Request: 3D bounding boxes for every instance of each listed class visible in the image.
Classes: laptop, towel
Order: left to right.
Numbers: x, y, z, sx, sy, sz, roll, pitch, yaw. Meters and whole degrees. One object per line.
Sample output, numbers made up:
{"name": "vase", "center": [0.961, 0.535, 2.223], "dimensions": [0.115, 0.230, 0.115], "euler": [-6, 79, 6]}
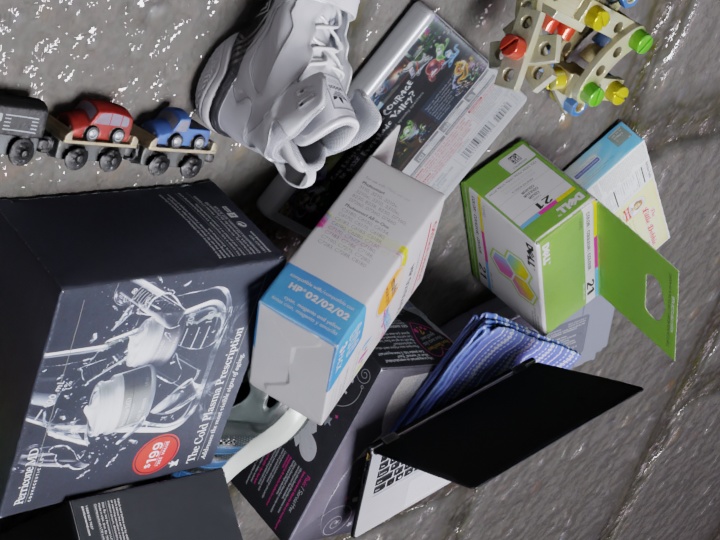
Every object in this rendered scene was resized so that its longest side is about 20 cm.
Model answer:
{"name": "towel", "center": [0.115, 0.112, 1.202], "dimensions": [0.145, 0.024, 0.200], "euler": [-54, 147, 10]}
{"name": "laptop", "center": [0.108, 0.162, 1.126], "dimensions": [0.187, 0.116, 0.200], "euler": [-24, 143, -30]}

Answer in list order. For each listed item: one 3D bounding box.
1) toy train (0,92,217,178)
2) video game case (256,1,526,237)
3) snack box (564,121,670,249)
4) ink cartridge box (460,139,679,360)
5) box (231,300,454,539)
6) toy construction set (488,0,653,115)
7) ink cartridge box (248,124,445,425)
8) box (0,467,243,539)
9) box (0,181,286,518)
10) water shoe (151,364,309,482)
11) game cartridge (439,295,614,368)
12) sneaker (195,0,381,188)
{"name": "toy train", "center": [-0.172, -0.089, 0.868], "dimensions": [0.200, 0.034, 0.046], "euler": [1, 113, -47]}
{"name": "video game case", "center": [0.030, -0.099, 1.086], "dimensions": [0.200, 0.023, 0.182], "euler": [-50, 147, 9]}
{"name": "snack box", "center": [0.248, -0.052, 1.360], "dimensions": [0.116, 0.037, 0.200], "euler": [-41, 147, -4]}
{"name": "ink cartridge box", "center": [0.186, 0.000, 1.199], "dimensions": [0.076, 0.200, 0.148], "euler": [-35, 145, -15]}
{"name": "box", "center": [-0.013, 0.130, 1.199], "dimensions": [0.132, 0.115, 0.200], "euler": [0, 126, -47]}
{"name": "toy construction set", "center": [0.163, -0.191, 1.081], "dimensions": [0.131, 0.092, 0.200], "euler": [-58, 156, 18]}
{"name": "ink cartridge box", "center": [0.000, 0.000, 0.997], "dimensions": [0.200, 0.068, 0.115], "euler": [-54, 167, -33]}
{"name": "box", "center": [-0.205, 0.223, 1.039], "dimensions": [0.141, 0.079, 0.200], "euler": [-2, 161, -44]}
{"name": "box", "center": [-0.176, 0.052, 0.946], "dimensions": [0.182, 0.104, 0.200], "euler": [-9, 132, -41]}
{"name": "water shoe", "center": [-0.129, 0.138, 1.138], "dimensions": [0.200, 0.072, 0.079], "euler": [-38, 106, 15]}
{"name": "game cartridge", "center": [0.165, 0.069, 1.370], "dimensions": [0.200, 0.041, 0.133], "euler": [-19, 145, -16]}
{"name": "sneaker", "center": [-0.023, -0.153, 0.884], "dimensions": [0.075, 0.115, 0.200], "euler": [10, 118, -52]}
